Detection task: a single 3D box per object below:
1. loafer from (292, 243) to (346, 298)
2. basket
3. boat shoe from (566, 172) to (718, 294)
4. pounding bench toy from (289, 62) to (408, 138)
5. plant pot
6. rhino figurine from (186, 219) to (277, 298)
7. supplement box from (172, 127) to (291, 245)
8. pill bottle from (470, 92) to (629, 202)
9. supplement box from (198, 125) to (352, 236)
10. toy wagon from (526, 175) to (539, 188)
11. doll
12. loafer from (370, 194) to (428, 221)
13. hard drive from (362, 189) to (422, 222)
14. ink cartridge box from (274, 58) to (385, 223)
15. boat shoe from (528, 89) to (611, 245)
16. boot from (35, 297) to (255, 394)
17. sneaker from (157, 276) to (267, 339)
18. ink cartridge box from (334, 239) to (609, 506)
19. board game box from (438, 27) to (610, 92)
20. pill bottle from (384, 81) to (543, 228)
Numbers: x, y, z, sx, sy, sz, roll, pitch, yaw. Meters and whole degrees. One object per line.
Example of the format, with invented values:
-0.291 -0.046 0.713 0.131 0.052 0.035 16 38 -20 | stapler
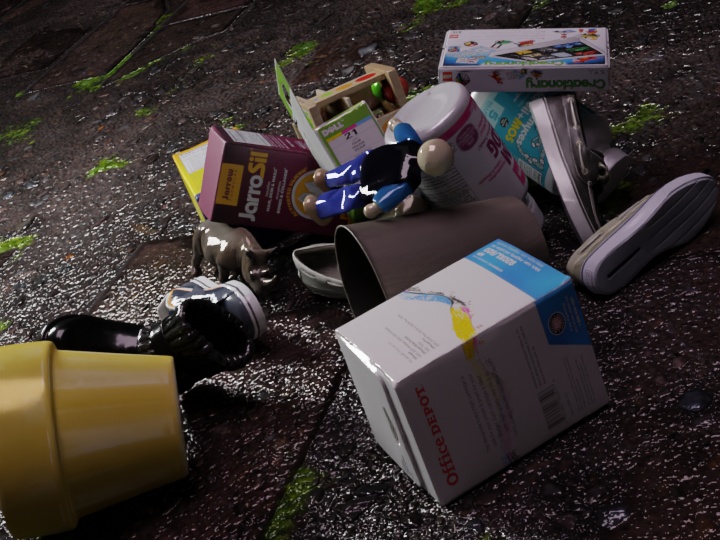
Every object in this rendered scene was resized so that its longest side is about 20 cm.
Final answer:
0.000 0.000 1.603 0.199 0.070 0.070 -1 55 39 | loafer
0.096 0.004 1.462 0.199 0.181 0.136 -20 -6 -17 | basket
0.311 -0.049 1.479 0.199 0.072 0.062 -35 32 -18 | boat shoe
-0.008 -0.225 1.970 0.155 0.125 0.200 -26 18 -9 | pounding bench toy
-0.281 0.168 1.402 0.187 0.202 0.201 -7 26 -9 | plant pot
-0.162 -0.015 1.727 0.059 0.088 0.200 0 14 -34 | rhino figurine
-0.185 -0.111 1.912 0.108 0.110 0.200 -24 28 -7 | supplement box
0.232 -0.167 1.645 0.200 0.111 0.111 37 56 21 | pill bottle
-0.104 -0.115 1.759 0.199 0.111 0.086 6 17 -21 | supplement box
0.209 -0.144 1.764 0.154 0.040 0.200 -10 30 22 | toy wagon
0.023 -0.110 1.472 0.199 0.048 0.137 -14 48 46 | doll
0.053 -0.059 1.622 0.075 0.070 0.200 14 -1 -11 | loafer
0.088 -0.136 1.787 0.199 0.026 0.132 -23 21 39 | hard drive
-0.027 -0.172 1.646 0.075 0.201 0.148 -29 -8 -5 | ink cartridge box
0.253 -0.115 1.535 0.063 0.201 0.071 -19 -14 9 | boat shoe
-0.239 0.079 1.485 0.210 0.080 0.158 11 -22 -32 | boot
-0.186 0.058 1.640 0.079 0.079 0.200 -29 16 -24 | sneaker
0.105 0.093 1.284 0.199 0.148 0.145 -28 27 -15 | ink cartridge box
0.197 -0.253 1.597 0.198 0.035 0.126 1 31 9 | board game box
0.126 -0.111 1.566 0.113 0.200 0.114 -29 28 18 | pill bottle
